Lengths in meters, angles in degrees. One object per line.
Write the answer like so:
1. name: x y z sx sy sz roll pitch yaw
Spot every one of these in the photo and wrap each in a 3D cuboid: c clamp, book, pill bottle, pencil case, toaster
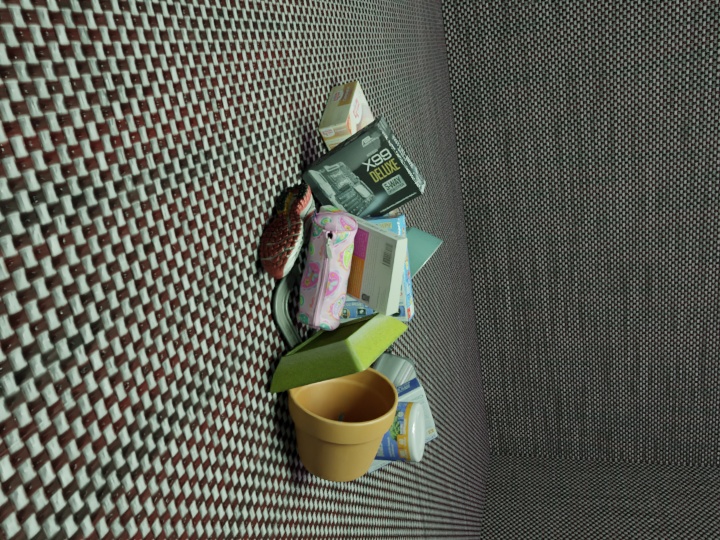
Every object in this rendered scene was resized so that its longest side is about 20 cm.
1. c clamp: -0.110 0.061 1.017 0.173 0.026 0.204 -69 148 -50
2. book: -0.007 -0.023 0.973 0.047 0.198 0.137 -14 121 -42
3. pill bottle: 0.026 0.322 1.104 0.112 0.194 0.116 -3 90 -72
4. pencil case: -0.058 0.001 0.943 0.088 0.085 0.205 -49 154 -63
5. toaster: 0.071 0.296 1.336 0.130 0.111 0.204 -55 148 -40

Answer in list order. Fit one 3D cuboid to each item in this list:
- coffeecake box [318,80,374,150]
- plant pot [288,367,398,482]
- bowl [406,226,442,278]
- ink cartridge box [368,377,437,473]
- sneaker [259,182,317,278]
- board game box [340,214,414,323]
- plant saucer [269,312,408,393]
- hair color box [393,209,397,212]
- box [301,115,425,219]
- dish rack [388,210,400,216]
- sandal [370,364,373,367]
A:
1. coffeecake box: -0.012 -0.300 1.265 0.202 0.071 0.156 60 33 -44
2. plant pot: -0.037 0.274 0.978 0.200 0.195 0.144 -40 140 -66
3. bowl: 0.123 -0.040 1.504 0.105 0.202 0.201 41 25 2
4. ink cartridge box: 0.070 0.357 1.255 0.044 0.192 0.203 58 -9 48
5. sneaker: -0.112 -0.062 0.949 0.203 0.076 0.083 -74 148 -42
6. board game box: 0.000 0.000 1.086 0.056 0.194 0.202 -32 118 -68
7. plant saucer: -0.041 0.131 0.943 0.199 0.196 0.049 -30 99 -60
8. hair color box: 0.060 -0.190 1.489 0.099 0.059 0.206 -43 127 -65
9. box: 0.006 -0.179 1.068 0.159 0.197 0.050 52 33 -22
10. dish rack: 0.054 -0.114 1.338 0.153 0.053 0.206 147 -58 -62
11. sandal: 0.053 0.167 1.410 0.079 0.058 0.213 44 47 -63
